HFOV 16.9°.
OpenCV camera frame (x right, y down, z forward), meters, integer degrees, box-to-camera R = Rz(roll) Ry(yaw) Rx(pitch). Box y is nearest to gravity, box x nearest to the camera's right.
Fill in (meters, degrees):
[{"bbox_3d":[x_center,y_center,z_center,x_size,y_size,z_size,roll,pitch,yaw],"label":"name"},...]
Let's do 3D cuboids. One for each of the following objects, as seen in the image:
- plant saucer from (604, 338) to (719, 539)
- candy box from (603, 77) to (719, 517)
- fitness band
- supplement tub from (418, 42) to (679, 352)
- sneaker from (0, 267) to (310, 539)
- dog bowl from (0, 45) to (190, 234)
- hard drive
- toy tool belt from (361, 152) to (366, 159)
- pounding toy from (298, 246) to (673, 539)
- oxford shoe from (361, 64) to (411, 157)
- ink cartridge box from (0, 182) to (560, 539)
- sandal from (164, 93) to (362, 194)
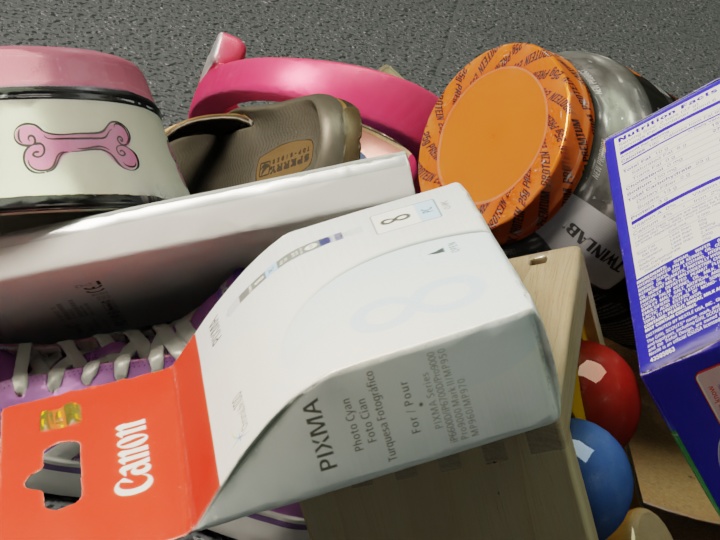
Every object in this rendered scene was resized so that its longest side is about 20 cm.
[{"bbox_3d":[0.136,0.084,1.219,0.199,0.036,0.201,18,24,-8],"label":"plant saucer"},{"bbox_3d":[0.176,0.038,1.050,0.170,0.077,0.200,59,17,-26],"label":"candy box"},{"bbox_3d":[-0.021,-0.074,1.309,0.143,0.038,0.200,20,-14,-4],"label":"fitness band"},{"bbox_3d":[0.128,-0.031,1.203,0.199,0.123,0.123,25,15,-42],"label":"supplement tub"},{"bbox_3d":[-0.094,0.039,1.035,0.199,0.115,0.073,14,26,-12],"label":"sneaker"},{"bbox_3d":[-0.172,-0.045,1.062,0.198,0.074,0.200,-7,-7,-1],"label":"dog bowl"},{"bbox_3d":[-0.073,-0.005,1.042,0.198,0.027,0.132,-11,-13,0],"label":"hard drive"},{"bbox_3d":[0.000,0.000,1.187,0.122,0.126,0.200,-5,33,-29],"label":"toy tool belt"},{"bbox_3d":[0.077,0.109,0.950,0.141,0.201,0.184,-12,20,13],"label":"pounding toy"},{"bbox_3d":[0.080,-0.060,1.411,0.199,0.075,0.071,26,-13,10],"label":"oxford shoe"},{"bbox_3d":[-0.039,0.034,0.871,0.198,0.048,0.160,-15,19,-2],"label":"ink cartridge box"},{"bbox_3d":[-0.074,-0.036,1.136,0.054,0.082,0.199,11,-16,-35],"label":"sandal"}]
